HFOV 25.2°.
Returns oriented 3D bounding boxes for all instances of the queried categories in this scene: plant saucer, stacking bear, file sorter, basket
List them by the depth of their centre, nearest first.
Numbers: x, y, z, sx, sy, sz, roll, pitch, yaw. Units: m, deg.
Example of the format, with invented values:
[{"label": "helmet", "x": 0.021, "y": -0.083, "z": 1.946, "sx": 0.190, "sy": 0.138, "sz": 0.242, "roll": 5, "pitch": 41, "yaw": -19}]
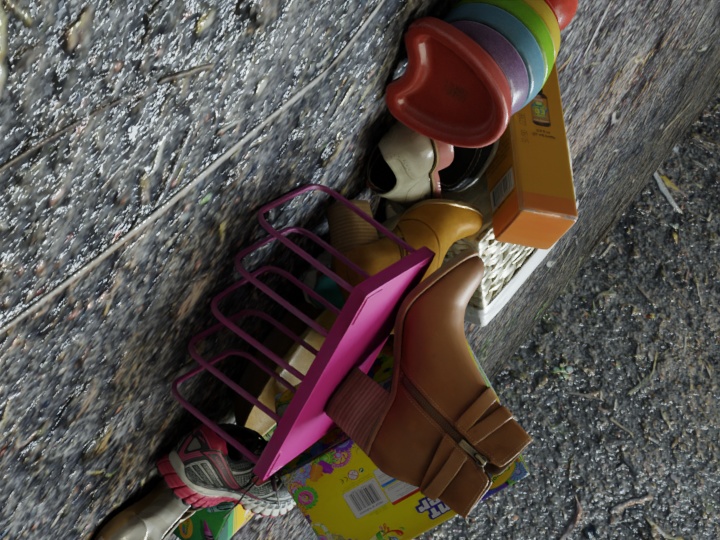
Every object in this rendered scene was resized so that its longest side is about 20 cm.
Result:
[{"label": "file sorter", "x": -0.056, "y": 0.045, "z": 1.370, "sx": 0.201, "sy": 0.125, "sz": 0.139, "roll": -61, "pitch": 165, "yaw": 26}, {"label": "stacking bear", "x": 0.126, "y": -0.209, "z": 1.422, "sx": 0.200, "sy": 0.113, "sz": 0.122, "roll": -51, "pitch": 169, "yaw": -36}, {"label": "plant saucer", "x": -0.072, "y": 0.088, "z": 1.647, "sx": 0.201, "sy": 0.035, "sz": 0.200, "roll": -51, "pitch": 169, "yaw": -14}, {"label": "basket", "x": 0.127, "y": -0.065, "z": 1.701, "sx": 0.200, "sy": 0.135, "sz": 0.124, "roll": -48, "pitch": 150, "yaw": -30}]

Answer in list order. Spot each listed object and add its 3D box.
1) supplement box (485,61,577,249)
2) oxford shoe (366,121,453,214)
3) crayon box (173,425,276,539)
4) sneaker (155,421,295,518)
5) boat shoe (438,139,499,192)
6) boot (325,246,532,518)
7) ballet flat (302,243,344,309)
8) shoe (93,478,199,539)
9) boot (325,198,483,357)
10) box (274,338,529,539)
[{"label": "supplement box", "x": 0.165, "y": -0.125, "z": 1.614, "sx": 0.069, "sy": 0.066, "sz": 0.201, "roll": 129, "pitch": -36, "yaw": -54}, {"label": "oxford shoe", "x": 0.035, "y": -0.096, "z": 1.526, "sx": 0.074, "sy": 0.071, "sz": 0.200, "roll": -22, "pitch": 163, "yaw": -11}, {"label": "crayon box", "x": -0.117, "y": 0.213, "z": 1.768, "sx": 0.200, "sy": 0.058, "sz": 0.119, "roll": -41, "pitch": 163, "yaw": -49}, {"label": "sneaker", "x": -0.107, "y": 0.190, "z": 1.567, "sx": 0.075, "sy": 0.081, "sz": 0.200, "roll": -46, "pitch": 153, "yaw": 20}, {"label": "boat shoe", "x": 0.110, "y": -0.160, "z": 1.564, "sx": 0.060, "sy": 0.074, "sz": 0.201, "roll": -34, "pitch": 155, "yaw": -57}, {"label": "boot", "x": 0.085, "y": 0.095, "z": 1.364, "sx": 0.200, "sy": 0.155, "sz": 0.077, "roll": -51, "pitch": 166, "yaw": -11}, {"label": "ballet flat", "x": 0.000, "y": 0.000, "z": 1.584, "sx": 0.199, "sy": 0.072, "sz": 0.072, "roll": 3, "pitch": 125, "yaw": -52}, {"label": "shoe", "x": -0.185, "y": 0.233, "z": 1.576, "sx": 0.200, "sy": 0.053, "sz": 0.070, "roll": -38, "pitch": 161, "yaw": -53}, {"label": "boot", "x": 0.052, "y": 0.009, "z": 1.514, "sx": 0.200, "sy": 0.145, "sz": 0.071, "roll": 0, "pitch": 161, "yaw": -42}, {"label": "box", "x": 0.033, "y": 0.155, "z": 1.533, "sx": 0.199, "sy": 0.122, "sz": 0.193, "roll": -29, "pitch": -162, "yaw": 6}]
